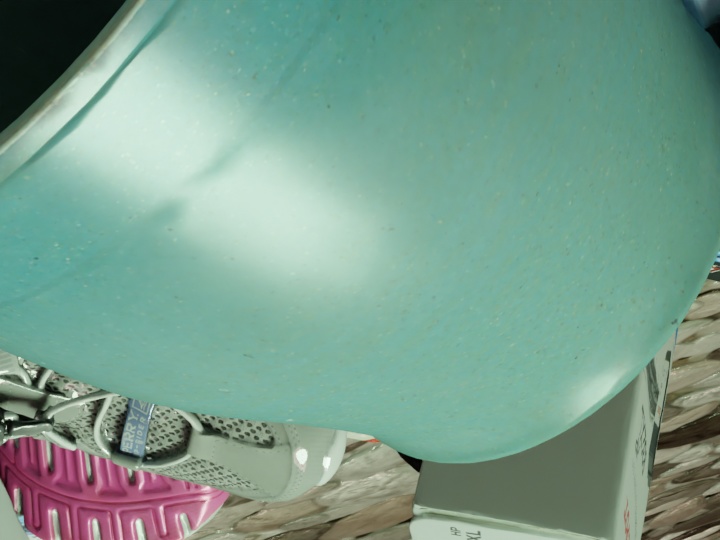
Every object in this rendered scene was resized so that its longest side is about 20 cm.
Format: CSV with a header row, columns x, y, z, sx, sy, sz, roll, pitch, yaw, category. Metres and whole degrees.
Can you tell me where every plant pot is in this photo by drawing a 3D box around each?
x,y,z,sx,sy,sz,roll,pitch,yaw,category
-0.016,-0.053,0.487,0.199,0.201,0.188,-30,135,31,plant pot

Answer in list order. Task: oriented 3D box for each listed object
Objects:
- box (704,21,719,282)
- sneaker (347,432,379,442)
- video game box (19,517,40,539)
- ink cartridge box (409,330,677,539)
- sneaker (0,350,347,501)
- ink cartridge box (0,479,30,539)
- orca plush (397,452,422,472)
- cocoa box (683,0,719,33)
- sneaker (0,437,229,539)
x,y,z,sx,sy,sz,roll,pitch,yaw,category
0.178,-0.024,0.579,0.199,0.050,0.198,13,168,-20,box
-0.006,0.036,0.970,0.199,0.073,0.077,-6,149,-41,sneaker
-0.202,0.107,1.085,0.181,0.047,0.200,-27,160,15,video game box
0.085,0.047,0.896,0.083,0.201,0.145,8,151,12,ink cartridge box
-0.102,0.031,0.603,0.199,0.082,0.075,17,132,8,sneaker
-0.228,0.124,0.869,0.199,0.145,0.084,-21,-173,44,ink cartridge box
0.000,0.000,0.818,0.071,0.105,0.201,-4,125,29,orca plush
0.125,-0.146,0.557,0.133,0.132,0.200,-22,161,11,cocoa box
-0.124,0.049,0.868,0.088,0.199,0.082,-22,126,-49,sneaker
